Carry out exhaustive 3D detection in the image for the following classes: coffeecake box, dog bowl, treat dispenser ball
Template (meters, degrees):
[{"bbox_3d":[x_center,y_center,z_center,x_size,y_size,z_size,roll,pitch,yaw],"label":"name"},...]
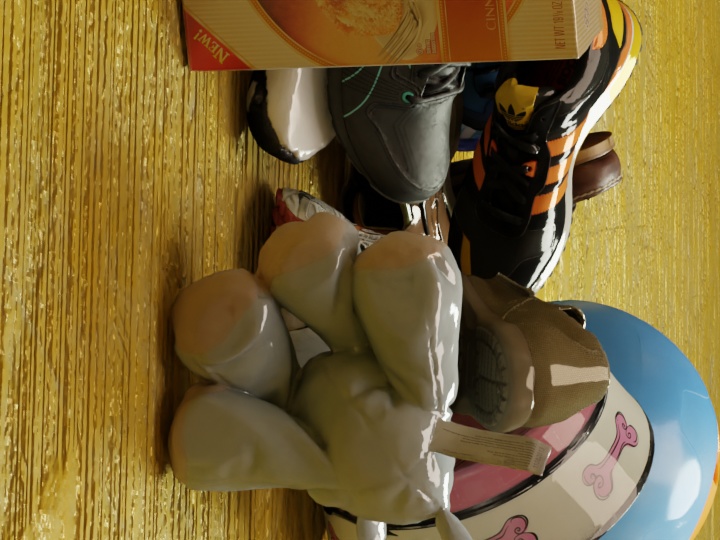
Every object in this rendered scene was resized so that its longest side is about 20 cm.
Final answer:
[{"bbox_3d":[0.011,-0.182,1.327,0.073,0.200,0.154,-47,134,-67],"label":"coffeecake box"},{"bbox_3d":[0.062,0.098,1.537,0.200,0.200,0.074,-70,141,-53],"label":"dog bowl"},{"bbox_3d":[0.136,0.120,1.774,0.201,0.201,0.201,-1,90,-75],"label":"treat dispenser ball"}]

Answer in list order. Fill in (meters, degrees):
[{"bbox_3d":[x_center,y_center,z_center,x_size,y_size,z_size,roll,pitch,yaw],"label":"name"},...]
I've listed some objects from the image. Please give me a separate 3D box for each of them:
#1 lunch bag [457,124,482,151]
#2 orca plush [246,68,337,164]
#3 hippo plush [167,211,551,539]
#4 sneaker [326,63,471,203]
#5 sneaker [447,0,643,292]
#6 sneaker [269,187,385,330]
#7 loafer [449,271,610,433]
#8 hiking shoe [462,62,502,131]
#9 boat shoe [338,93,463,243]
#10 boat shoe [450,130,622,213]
[{"bbox_3d":[0.072,-0.167,1.711,0.200,0.127,0.170,-103,-177,-82],"label":"lunch bag"},{"bbox_3d":[-0.027,-0.155,1.457,0.105,0.071,0.200,14,87,-49],"label":"orca plush"},{"bbox_3d":[0.007,0.060,1.360,0.161,0.200,0.160,29,83,-81],"label":"hippo plush"},{"bbox_3d":[0.027,-0.127,1.409,0.075,0.079,0.200,-30,120,-44],"label":"sneaker"},{"bbox_3d":[0.091,-0.074,1.530,0.200,0.070,0.090,-67,154,0],"label":"sneaker"},{"bbox_3d":[0.000,0.000,1.502,0.200,0.082,0.078,32,59,-71],"label":"sneaker"},{"bbox_3d":[0.084,0.047,1.445,0.200,0.067,0.076,-122,-143,-75],"label":"loafer"},{"bbox_3d":[0.058,-0.157,1.543,0.087,0.074,0.200,-112,-174,-56],"label":"hiking shoe"},{"bbox_3d":[0.017,-0.041,1.619,0.068,0.072,0.200,-41,145,-31],"label":"boat shoe"},{"bbox_3d":[0.094,-0.039,1.656,0.070,0.200,0.070,-22,96,-33],"label":"boat shoe"}]
